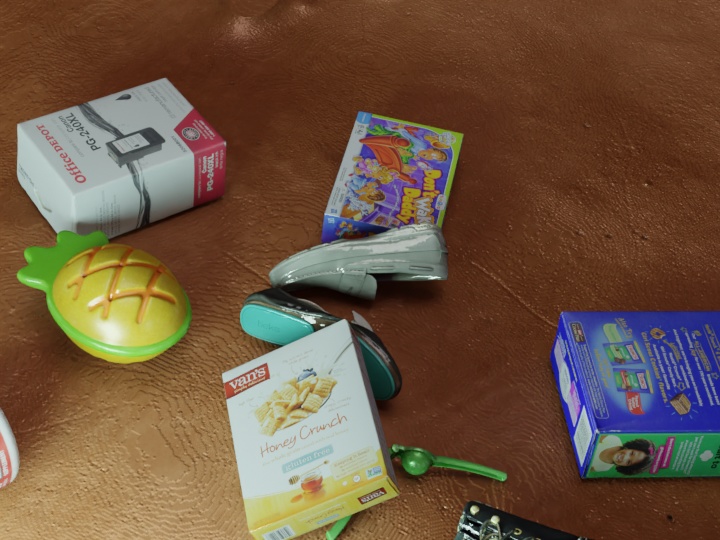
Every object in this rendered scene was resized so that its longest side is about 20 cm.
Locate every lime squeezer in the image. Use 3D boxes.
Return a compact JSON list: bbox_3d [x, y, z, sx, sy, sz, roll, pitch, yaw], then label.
[{"bbox_3d":[0.046,0.199,1.422,0.198,0.038,0.071,-15,48,-24],"label":"lime squeezer"}]

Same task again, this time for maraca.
[{"bbox_3d":[-0.262,0.021,1.507,0.199,0.108,0.137,35,42,26],"label":"maraca"}]

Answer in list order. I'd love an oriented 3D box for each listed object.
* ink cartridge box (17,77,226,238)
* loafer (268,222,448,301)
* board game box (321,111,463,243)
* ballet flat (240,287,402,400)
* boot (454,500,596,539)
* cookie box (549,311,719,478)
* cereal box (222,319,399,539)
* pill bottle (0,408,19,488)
[{"bbox_3d":[-0.274,-0.125,1.676,0.199,0.084,0.145,-23,51,-29],"label":"ink cartridge box"},{"bbox_3d":[0.000,0.000,1.600,0.198,0.070,0.071,-13,81,-3],"label":"loafer"},{"bbox_3d":[0.040,-0.099,1.729,0.133,0.045,0.201,12,43,4],"label":"board game box"},{"bbox_3d":[-0.031,0.066,1.531,0.199,0.069,0.068,27,33,19],"label":"ballet flat"},{"bbox_3d":[0.151,0.254,1.287,0.153,0.204,0.074,21,79,18],"label":"boot"},{"bbox_3d":[0.312,0.126,1.513,0.198,0.076,0.172,0,43,-8],"label":"cookie box"},{"bbox_3d":[-0.052,0.154,1.411,0.143,0.040,0.201,-24,46,7],"label":"cereal box"},{"bbox_3d":[-0.416,0.183,1.306,0.199,0.117,0.116,-30,55,-33],"label":"pill bottle"}]
